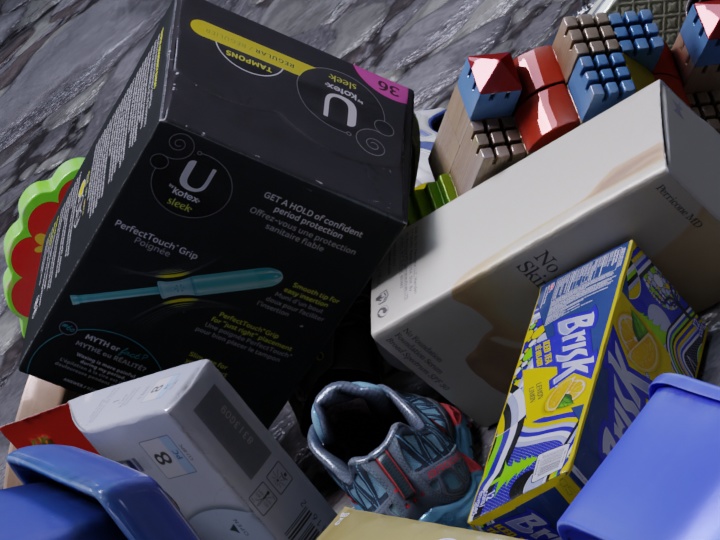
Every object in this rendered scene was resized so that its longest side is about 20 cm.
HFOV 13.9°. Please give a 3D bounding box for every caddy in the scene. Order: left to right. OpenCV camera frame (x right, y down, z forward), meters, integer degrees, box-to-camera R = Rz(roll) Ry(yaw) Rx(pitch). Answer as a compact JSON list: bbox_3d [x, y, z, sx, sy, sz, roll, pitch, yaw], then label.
[{"bbox_3d":[0.171,0.108,1.169,0.105,0.141,0.200,-48,20,-10],"label":"caddy"}]

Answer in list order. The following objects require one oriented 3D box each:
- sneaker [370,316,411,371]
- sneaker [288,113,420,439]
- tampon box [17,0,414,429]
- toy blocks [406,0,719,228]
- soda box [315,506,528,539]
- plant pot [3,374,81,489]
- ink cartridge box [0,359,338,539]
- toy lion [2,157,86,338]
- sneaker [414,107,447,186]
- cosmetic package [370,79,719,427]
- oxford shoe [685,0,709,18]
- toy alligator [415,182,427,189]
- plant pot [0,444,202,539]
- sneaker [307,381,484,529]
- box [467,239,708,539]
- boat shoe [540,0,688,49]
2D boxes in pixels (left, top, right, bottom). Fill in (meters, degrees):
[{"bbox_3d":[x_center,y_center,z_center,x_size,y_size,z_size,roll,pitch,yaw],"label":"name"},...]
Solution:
[{"bbox_3d":[0.093,-0.019,1.706,0.200,0.076,0.105,-47,20,-19],"label":"sneaker"},{"bbox_3d":[0.000,0.000,1.761,0.106,0.075,0.200,-117,40,-53],"label":"sneaker"},{"bbox_3d":[-0.080,-0.025,1.654,0.200,0.150,0.126,-56,19,36],"label":"tampon box"},{"bbox_3d":[0.127,-0.087,1.615,0.200,0.100,0.137,-8,-29,-17],"label":"toy blocks"},{"bbox_3d":[0.035,0.165,1.418,0.064,0.068,0.200,-48,20,-19],"label":"soda box"},{"bbox_3d":[-0.133,0.109,1.769,0.093,0.201,0.201,12,41,14],"label":"plant pot"},{"bbox_3d":[-0.103,0.136,1.605,0.200,0.160,0.047,-19,27,47],"label":"ink cartridge box"},{"bbox_3d":[-0.125,-0.016,1.905,0.200,0.191,0.069,-58,17,10],"label":"toy lion"},{"bbox_3d":[0.031,-0.073,1.980,0.088,0.075,0.200,-31,25,-6],"label":"sneaker"},{"bbox_3d":[0.112,-0.006,1.582,0.200,0.105,0.071,-31,37,29],"label":"cosmetic package"},{"bbox_3d":[0.228,-0.151,1.743,0.071,0.073,0.200,-36,19,13],"label":"oxford shoe"},{"bbox_3d":[0.042,-0.014,1.819,0.200,0.059,0.054,-29,22,32],"label":"toy alligator"},{"bbox_3d":[-0.155,0.203,1.514,0.180,0.200,0.200,-40,16,-15],"label":"plant pot"},{"bbox_3d":[0.014,0.087,1.589,0.079,0.096,0.200,-41,19,-3],"label":"sneaker"},{"bbox_3d":[0.115,0.074,1.461,0.064,0.070,0.200,-30,21,31],"label":"box"},{"bbox_3d":[0.157,-0.141,1.863,0.200,0.075,0.062,-44,24,7],"label":"boat shoe"}]
